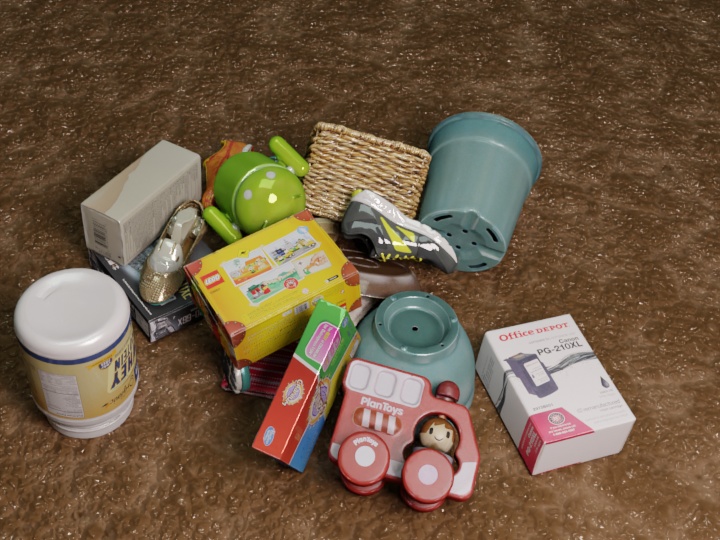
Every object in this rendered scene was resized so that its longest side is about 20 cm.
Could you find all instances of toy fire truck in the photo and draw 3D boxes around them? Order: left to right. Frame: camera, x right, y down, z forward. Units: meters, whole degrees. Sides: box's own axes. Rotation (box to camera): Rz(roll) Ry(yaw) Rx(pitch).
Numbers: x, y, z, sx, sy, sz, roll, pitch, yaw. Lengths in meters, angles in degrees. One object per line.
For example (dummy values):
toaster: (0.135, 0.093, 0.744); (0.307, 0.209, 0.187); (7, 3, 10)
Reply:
toy fire truck: (0.059, 0.212, 1.238); (0.198, 0.112, 0.169); (14, 71, 6)

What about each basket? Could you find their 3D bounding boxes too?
basket: (0.001, -0.154, 1.571); (0.198, 0.150, 0.143); (13, 11, -8)

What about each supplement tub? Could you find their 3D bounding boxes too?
supplement tub: (-0.368, 0.113, 1.264); (0.143, 0.201, 0.145); (3, 45, -3)

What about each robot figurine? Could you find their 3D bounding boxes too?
robot figurine: (-0.157, -0.116, 1.487); (0.175, 0.116, 0.200); (-45, 33, -6)

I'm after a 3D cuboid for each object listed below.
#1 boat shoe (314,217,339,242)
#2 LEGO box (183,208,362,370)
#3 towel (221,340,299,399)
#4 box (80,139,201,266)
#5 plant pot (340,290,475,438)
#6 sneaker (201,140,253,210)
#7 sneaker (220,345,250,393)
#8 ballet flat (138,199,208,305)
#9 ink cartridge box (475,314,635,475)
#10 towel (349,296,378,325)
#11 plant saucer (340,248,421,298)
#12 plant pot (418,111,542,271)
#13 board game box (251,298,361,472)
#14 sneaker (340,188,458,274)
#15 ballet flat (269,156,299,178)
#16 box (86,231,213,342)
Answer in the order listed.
boat shoe: (-0.118, -0.026, 1.525); (0.199, 0.074, 0.063); (-21, 58, -18)
LEGO box: (-0.120, 0.022, 1.322); (0.199, 0.078, 0.149); (-26, 52, -18)
towel: (-0.114, 0.106, 1.425); (0.143, 0.023, 0.201); (9, 46, 4)
box: (-0.336, -0.108, 1.494); (0.077, 0.096, 0.200); (24, 45, 18)
plant pot: (0.073, 0.116, 1.357); (0.198, 0.135, 0.201); (3, 46, -3)
sneaker: (-0.240, -0.155, 1.642); (0.076, 0.074, 0.201); (8, 35, 6)
sneaker: (-0.159, 0.087, 1.381); (0.079, 0.078, 0.201); (7, 47, -8)
ballet flat: (-0.283, -0.037, 1.445); (0.070, 0.066, 0.201); (12, 44, 2)
ink cartridge box: (0.270, 0.170, 1.359); (0.143, 0.085, 0.201); (-10, 48, -17)
towel: (-0.046, 0.037, 1.435); (0.131, 0.035, 0.200); (13, 19, 12)
plant saucer: (0.000, 0.000, 1.464); (0.198, 0.032, 0.200); (12, 11, -2)
plant pot: (0.185, -0.118, 1.572); (0.198, 0.201, 0.197); (13, 54, 7)
board game box: (-0.065, 0.153, 1.240); (0.040, 0.153, 0.201); (21, 77, 13)
sneaker: (0.056, -0.042, 1.483); (0.199, 0.074, 0.085); (32, 78, -2)
ballet flat: (-0.070, -0.153, 1.666); (0.198, 0.075, 0.075); (2, 45, -2)
box: (-0.306, 0.003, 1.485); (0.157, 0.050, 0.200); (-25, 53, -29)
